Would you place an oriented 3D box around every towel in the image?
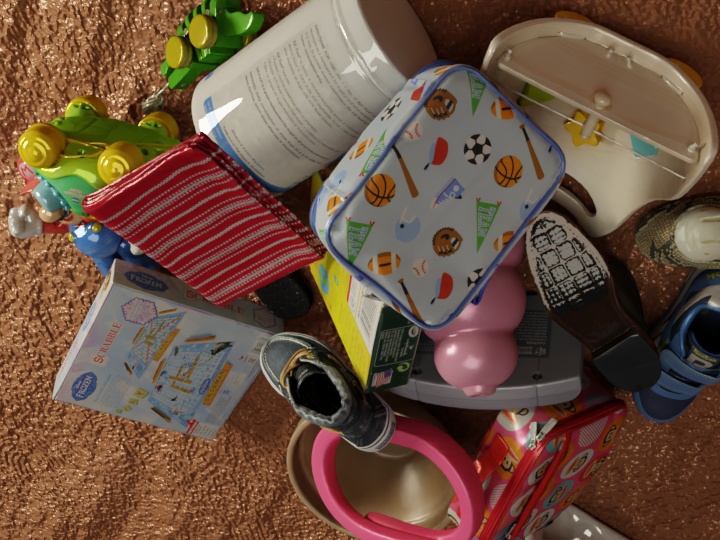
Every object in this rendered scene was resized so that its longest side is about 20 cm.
[{"bbox_3d":[-0.140,-0.038,0.908,0.144,0.023,0.200,-24,138,23],"label":"towel"}]

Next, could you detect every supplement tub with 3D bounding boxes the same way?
[{"bbox_3d":[-0.042,-0.164,0.883,0.199,0.132,0.132,-27,110,29],"label":"supplement tub"}]

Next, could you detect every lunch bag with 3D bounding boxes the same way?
[{"bbox_3d":[0.173,0.200,1.016,0.082,0.175,0.201,46,133,33],"label":"lunch bag"},{"bbox_3d":[0.063,-0.056,0.800,0.160,0.076,0.200,38,92,-23],"label":"lunch bag"}]

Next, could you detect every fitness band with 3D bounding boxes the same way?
[{"bbox_3d":[0.034,0.216,0.996,0.199,0.037,0.145,6,112,37],"label":"fitness band"}]

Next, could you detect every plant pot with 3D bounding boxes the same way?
[{"bbox_3d":[0.024,0.205,1.110,0.199,0.093,0.202,8,121,13],"label":"plant pot"}]

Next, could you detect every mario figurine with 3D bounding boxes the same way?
[{"bbox_3d":[-0.296,-0.041,1.041,0.123,0.106,0.201,-37,118,-7],"label":"mario figurine"}]

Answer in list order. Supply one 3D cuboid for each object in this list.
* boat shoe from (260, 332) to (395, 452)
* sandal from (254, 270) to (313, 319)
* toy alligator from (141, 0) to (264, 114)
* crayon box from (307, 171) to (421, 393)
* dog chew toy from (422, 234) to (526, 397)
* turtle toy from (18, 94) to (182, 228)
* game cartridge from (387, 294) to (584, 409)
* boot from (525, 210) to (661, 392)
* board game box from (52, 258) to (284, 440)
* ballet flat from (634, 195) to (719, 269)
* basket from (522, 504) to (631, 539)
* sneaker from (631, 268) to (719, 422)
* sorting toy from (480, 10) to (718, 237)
[{"bbox_3d":[-0.052,0.105,0.983,0.200,0.071,0.091,30,174,42],"label":"boat shoe"},{"bbox_3d":[-0.114,-0.030,1.043,0.075,0.045,0.201,-12,129,27],"label":"sandal"},{"bbox_3d":[-0.160,-0.214,0.936,0.199,0.059,0.055,-24,77,44],"label":"toy alligator"},{"bbox_3d":[0.000,0.000,0.952,0.050,0.201,0.128,-10,139,-19],"label":"crayon box"},{"bbox_3d":[0.100,0.016,0.916,0.124,0.124,0.202,-12,74,22],"label":"dog chew toy"},{"bbox_3d":[-0.229,-0.091,0.942,0.198,0.146,0.102,14,115,3],"label":"turtle toy"},{"bbox_3d":[0.123,0.079,0.981,0.198,0.134,0.041,1,128,16],"label":"game cartridge"},{"bbox_3d":[0.220,0.016,0.945,0.074,0.097,0.201,-28,104,22],"label":"boot"},{"bbox_3d":[-0.217,0.096,1.103,0.198,0.041,0.200,20,126,-24],"label":"board game box"},{"bbox_3d":[0.351,-0.033,0.882,0.198,0.075,0.069,3,93,15],"label":"ballet flat"},{"bbox_3d":[0.251,0.377,1.126,0.199,0.136,0.124,31,126,-3],"label":"basket"},{"bbox_3d":[0.320,0.081,0.958,0.073,0.082,0.201,17,125,3],"label":"sneaker"},{"bbox_3d":[0.193,-0.114,0.872,0.199,0.107,0.181,28,140,7],"label":"sorting toy"}]
